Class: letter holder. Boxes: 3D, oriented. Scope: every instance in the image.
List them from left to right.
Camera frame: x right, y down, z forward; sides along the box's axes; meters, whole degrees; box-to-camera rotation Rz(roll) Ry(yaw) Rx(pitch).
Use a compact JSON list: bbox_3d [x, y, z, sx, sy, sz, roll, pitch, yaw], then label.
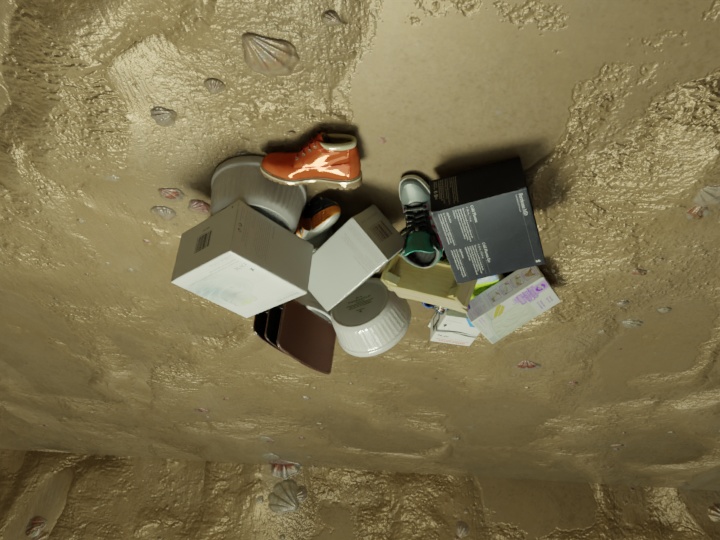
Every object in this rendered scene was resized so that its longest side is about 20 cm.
[{"bbox_3d":[-0.162,0.173,1.705,0.100,0.142,0.200,-18,143,33],"label":"letter holder"}]

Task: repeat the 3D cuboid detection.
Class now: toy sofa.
[{"bbox_3d":[0.155,0.022,1.526,0.200,0.083,0.098,13,163,33],"label":"toy sofa"}]

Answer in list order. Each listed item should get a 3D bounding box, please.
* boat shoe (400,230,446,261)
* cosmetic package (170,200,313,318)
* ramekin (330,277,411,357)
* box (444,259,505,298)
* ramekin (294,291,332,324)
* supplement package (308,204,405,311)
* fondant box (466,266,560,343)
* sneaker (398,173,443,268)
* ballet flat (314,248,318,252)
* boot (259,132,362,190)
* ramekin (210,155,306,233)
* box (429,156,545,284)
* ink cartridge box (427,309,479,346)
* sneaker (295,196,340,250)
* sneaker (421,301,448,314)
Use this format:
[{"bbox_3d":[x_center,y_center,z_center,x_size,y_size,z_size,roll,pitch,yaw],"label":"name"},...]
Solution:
[{"bbox_3d":[0.169,-0.064,1.516,0.200,0.073,0.074,-14,144,29],"label":"boat shoe"},{"bbox_3d":[-0.237,-0.014,1.409,0.199,0.123,0.200,-23,141,39],"label":"cosmetic package"},{"bbox_3d":[0.018,0.106,1.716,0.202,0.203,0.094,-10,135,24],"label":"ramekin"},{"bbox_3d":[0.270,0.012,1.654,0.122,0.048,0.200,-10,146,22],"label":"box"},{"bbox_3d":[-0.160,0.093,1.806,0.200,0.098,0.201,4,149,2],"label":"ramekin"},{"bbox_3d":[-0.021,-0.027,1.481,0.117,0.117,0.200,49,121,1],"label":"supplement package"},{"bbox_3d":[0.363,0.079,1.667,0.200,0.058,0.144,-35,140,12],"label":"fondant box"},{"bbox_3d":[0.116,-0.083,1.395,0.083,0.121,0.200,-10,123,22],"label":"sneaker"},{"bbox_3d":[-0.074,-0.037,1.608,0.067,0.068,0.200,32,139,-25],"label":"ballet flat"},{"bbox_3d":[-0.096,-0.218,1.314,0.200,0.075,0.107,3,135,6],"label":"boot"},{"bbox_3d":[-0.214,-0.133,1.426,0.200,0.105,0.200,3,149,2],"label":"ramekin"},{"bbox_3d":[0.249,-0.094,1.362,0.182,0.104,0.200,-13,131,15],"label":"box"},{"bbox_3d":[0.257,0.144,1.859,0.116,0.068,0.200,9,150,-6],"label":"ink cartridge box"},{"bbox_3d":[-0.086,-0.098,1.512,0.092,0.076,0.200,15,157,-30],"label":"sneaker"},{"bbox_3d":[0.163,0.046,1.630,0.075,0.079,0.200,34,180,-20],"label":"sneaker"}]
